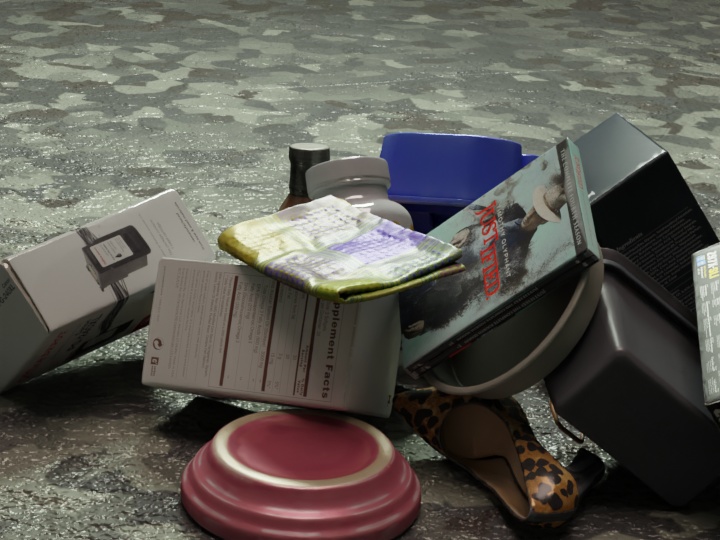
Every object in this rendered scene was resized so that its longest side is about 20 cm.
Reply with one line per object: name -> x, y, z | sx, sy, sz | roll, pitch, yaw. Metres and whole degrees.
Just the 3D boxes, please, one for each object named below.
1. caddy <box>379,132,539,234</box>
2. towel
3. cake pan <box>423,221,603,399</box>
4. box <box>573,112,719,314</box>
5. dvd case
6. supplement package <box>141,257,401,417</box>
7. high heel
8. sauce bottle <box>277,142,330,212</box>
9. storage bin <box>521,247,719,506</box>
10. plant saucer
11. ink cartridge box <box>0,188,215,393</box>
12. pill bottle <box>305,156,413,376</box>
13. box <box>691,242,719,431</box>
caddy -> 0.103, -0.081, 1.938 | 0.199, 0.106, 0.141 | 4, -6, 29
towel -> -0.020, -0.019, 1.571 | 0.143, 0.023, 0.200 | -16, 25, -30
cake pan -> 0.131, 0.025, 1.557 | 0.037, 0.201, 0.200 | 35, 2, -31
box -> 0.292, -0.038, 1.878 | 0.107, 0.200, 0.149 | -35, 24, 1
dvd case -> 0.112, -0.011, 1.556 | 0.022, 0.199, 0.147 | 39, 31, -32
supplement package -> -0.075, 0.060, 1.619 | 0.199, 0.118, 0.117 | 6, -6, 21
high heel -> 0.098, 0.152, 1.527 | 0.199, 0.072, 0.142 | 20, 18, 19
sauce bottle -> -0.054, -0.025, 1.806 | 0.064, 0.202, 0.065 | 3, 12, -1
storage bin -> 0.229, 0.106, 1.552 | 0.200, 0.146, 0.135 | 39, 22, -19
plant saucer -> -0.048, 0.167, 1.502 | 0.199, 0.051, 0.201 | 2, 20, -1
ink cartridge box -> -0.255, 0.020, 1.687 | 0.199, 0.084, 0.145 | -27, -10, -39
pill bottle -> 0.000, 0.000, 1.721 | 0.111, 0.202, 0.112 | -7, -10, -1
box -> 0.335, 0.094, 1.531 | 0.049, 0.160, 0.201 | -21, 32, 21
